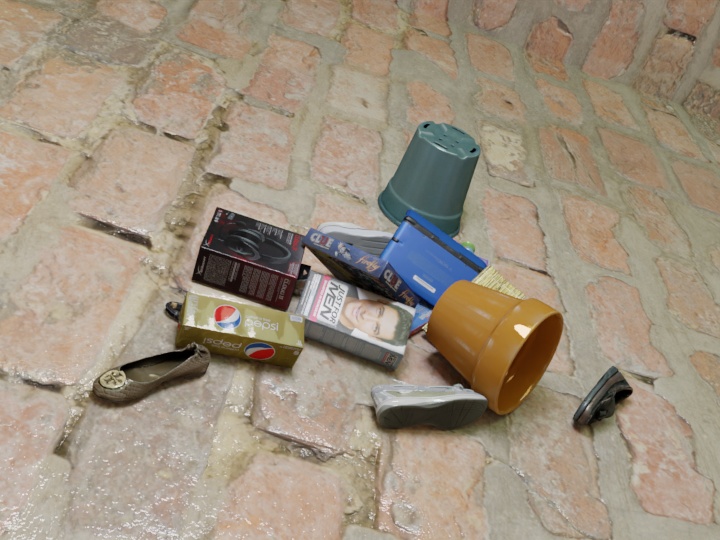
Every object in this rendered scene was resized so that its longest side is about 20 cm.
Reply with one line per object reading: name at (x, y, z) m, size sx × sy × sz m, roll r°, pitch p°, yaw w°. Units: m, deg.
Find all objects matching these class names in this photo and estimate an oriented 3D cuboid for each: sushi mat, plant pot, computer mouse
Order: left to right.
computer mouse at (-0.224, 0.073, 1.576) m, size 0.197 × 0.034 × 0.059 m, roll 11°, pitch 34°, yaw -17°
plant pot at (0.161, -0.205, 2.078) m, size 0.197 × 0.198 × 0.201 m, roll 15°, pitch 33°, yaw -10°
sushi mat at (0.211, 0.078, 1.762) m, size 0.096 × 0.012 × 0.200 m, roll 43°, pitch 66°, yaw 14°
plant pot at (0.220, 0.115, 1.641) m, size 0.182 × 0.202 × 0.199 m, roll 32°, pitch 32°, yaw 28°

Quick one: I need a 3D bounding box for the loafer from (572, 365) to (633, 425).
loafer at (0.447, 0.233, 1.720) m, size 0.063 × 0.072 × 0.199 m, roll 38°, pitch 33°, yaw 15°

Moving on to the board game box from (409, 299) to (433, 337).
board game box at (0.071, 0.080, 1.762) m, size 0.103 × 0.020 × 0.199 m, roll 36°, pitch 34°, yaw 23°

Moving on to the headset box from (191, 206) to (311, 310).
headset box at (-0.186, -0.020, 1.699) m, size 0.197 × 0.078 × 0.150 m, roll 17°, pitch 32°, yaw -5°

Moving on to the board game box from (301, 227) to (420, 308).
board game box at (0.000, 0.000, 1.697) m, size 0.199 × 0.035 × 0.136 m, roll 26°, pitch -14°, yaw 40°

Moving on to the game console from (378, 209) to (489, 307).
game console at (0.143, -0.013, 1.856) m, size 0.199 × 0.118 × 0.172 m, roll 34°, pitch 74°, yaw -1°

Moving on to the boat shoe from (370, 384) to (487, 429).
boat shoe at (0.113, 0.213, 1.540) m, size 0.199 × 0.075 × 0.065 m, roll -1°, pitch 42°, yaw -21°

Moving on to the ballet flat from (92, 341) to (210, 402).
ballet flat at (-0.305, 0.146, 1.405) m, size 0.198 × 0.047 × 0.067 m, roll -13°, pitch 45°, yaw -43°

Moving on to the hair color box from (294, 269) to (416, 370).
hair color box at (-0.013, 0.085, 1.635) m, size 0.197 × 0.061 × 0.100 m, roll 21°, pitch 55°, yaw -3°

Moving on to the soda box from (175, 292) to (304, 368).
soda box at (-0.192, 0.097, 1.516) m, size 0.197 × 0.068 × 0.065 m, roll 13°, pitch 51°, yaw -15°

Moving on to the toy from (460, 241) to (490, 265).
toy at (0.210, -0.003, 1.945) m, size 0.114 × 0.048 × 0.201 m, roll 21°, pitch 31°, yaw 0°

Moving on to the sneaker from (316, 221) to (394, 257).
sneaker at (0.006, -0.061, 1.884) m, size 0.197 × 0.074 × 0.071 m, roll 14°, pitch 25°, yaw -19°
